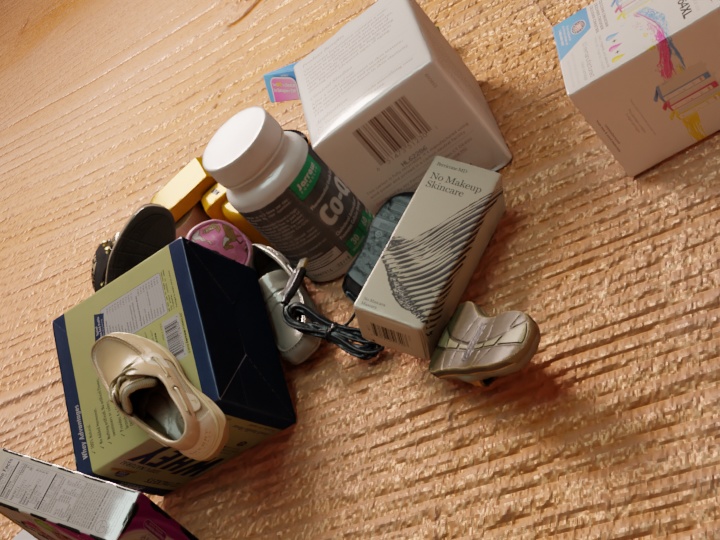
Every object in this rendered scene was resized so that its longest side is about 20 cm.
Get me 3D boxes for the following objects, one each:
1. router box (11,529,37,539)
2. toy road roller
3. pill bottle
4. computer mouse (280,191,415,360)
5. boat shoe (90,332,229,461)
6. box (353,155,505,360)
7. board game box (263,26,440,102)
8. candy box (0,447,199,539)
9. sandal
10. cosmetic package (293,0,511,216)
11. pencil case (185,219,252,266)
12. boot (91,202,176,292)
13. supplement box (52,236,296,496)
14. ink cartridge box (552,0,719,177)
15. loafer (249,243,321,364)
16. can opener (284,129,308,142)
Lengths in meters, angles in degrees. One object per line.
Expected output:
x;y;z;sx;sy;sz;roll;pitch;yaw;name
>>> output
-0.368;0.376;1.354;0.179;0.049;0.200;-42;32;6;router box
-0.156;-0.075;1.549;0.200;0.123;0.146;-40;44;8;toy road roller
-0.081;-0.087;1.397;0.113;0.200;0.113;-29;36;24;pill bottle
0.000;0.000;1.327;0.140;0.046;0.201;15;69;24;computer mouse
-0.212;0.117;1.201;0.200;0.065;0.072;36;96;36;boat shoe
0.073;-0.015;1.238;0.082;0.068;0.200;17;63;21;box
-0.010;-0.269;1.600;0.153;0.040;0.200;-29;20;-37;board game box
-0.279;0.257;1.254;0.199;0.136;0.061;10;61;32;candy box
0.118;0.075;1.122;0.081;0.054;0.200;-59;16;-11;sandal
0.044;-0.183;1.393;0.167;0.166;0.200;-35;35;16;cosmetic package
-0.202;0.003;1.487;0.200;0.083;0.087;-35;25;58;pencil case
-0.283;-0.011;1.489;0.151;0.073;0.201;-121;44;-60;boot
-0.207;0.109;1.325;0.199;0.134;0.201;-30;59;23;supplement box
0.306;-0.212;1.165;0.200;0.125;0.129;-30;35;24;ink cartridge box
-0.094;0.036;1.398;0.070;0.070;0.200;-41;33;7;loafer
-0.151;-0.167;1.709;0.200;0.078;0.064;7;98;55;can opener
